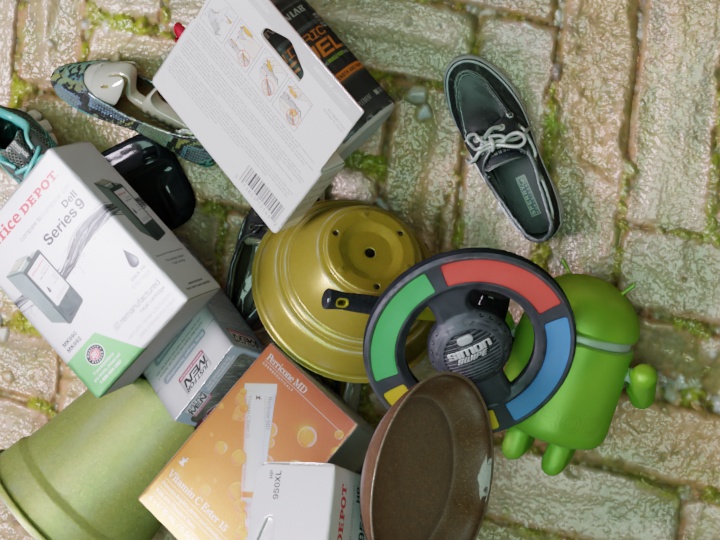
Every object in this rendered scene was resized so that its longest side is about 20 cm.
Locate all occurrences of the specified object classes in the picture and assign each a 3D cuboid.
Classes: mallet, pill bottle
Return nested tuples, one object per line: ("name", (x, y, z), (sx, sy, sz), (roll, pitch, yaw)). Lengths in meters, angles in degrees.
("mallet", (0.056, 0.029, 1.595), (0.199, 0.041, 0.066), (17, 103, -33))
("pill bottle", (-0.067, -0.201, 1.679), (0.106, 0.106, 0.200), (-42, 88, 14))

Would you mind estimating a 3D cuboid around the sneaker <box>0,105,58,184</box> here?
("sneaker", (-0.325, -0.101, 1.725), (0.200, 0.091, 0.078), (41, 94, 26))

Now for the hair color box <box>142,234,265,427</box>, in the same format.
("hair color box", (-0.181, 0.056, 1.711), (0.099, 0.060, 0.200), (-52, 49, 15))

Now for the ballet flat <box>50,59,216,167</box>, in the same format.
("ballet flat", (-0.220, -0.176, 1.730), (0.198, 0.074, 0.075), (24, 102, 1))

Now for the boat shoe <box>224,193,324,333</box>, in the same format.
("boat shoe", (-0.090, -0.029, 1.729), (0.071, 0.065, 0.202), (22, 101, 11))

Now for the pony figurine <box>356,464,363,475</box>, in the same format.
("pony figurine", (0.007, 0.267, 1.723), (0.198, 0.167, 0.195), (-19, 87, -2))

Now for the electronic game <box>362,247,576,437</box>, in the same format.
("electronic game", (0.101, 0.069, 1.568), (0.198, 0.042, 0.202), (-2, 120, -4))

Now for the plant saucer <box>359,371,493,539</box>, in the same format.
("plant saucer", (0.054, 0.189, 1.535), (0.036, 0.200, 0.203), (6, 100, 36))

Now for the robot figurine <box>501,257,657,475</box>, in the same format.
("robot figurine", (0.201, 0.094, 1.660), (0.174, 0.116, 0.202), (20, 102, 17))

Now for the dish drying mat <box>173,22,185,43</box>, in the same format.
("dish drying mat", (-0.116, -0.161, 1.690), (0.018, 0.077, 0.200), (-41, 74, -7))

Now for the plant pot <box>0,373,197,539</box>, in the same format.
("plant pot", (-0.246, 0.193, 1.745), (0.200, 0.200, 0.184), (45, 93, 3))

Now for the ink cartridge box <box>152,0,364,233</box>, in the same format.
("ink cartridge box", (-0.089, -0.166, 1.601), (0.200, 0.045, 0.176), (50, 129, 12))

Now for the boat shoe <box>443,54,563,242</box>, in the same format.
("boat shoe", (0.136, -0.118, 1.667), (0.073, 0.068, 0.201), (-21, 93, 14))

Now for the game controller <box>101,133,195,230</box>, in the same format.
("game controller", (-0.272, -0.063, 1.783), (0.199, 0.042, 0.105), (-25, 107, 15))

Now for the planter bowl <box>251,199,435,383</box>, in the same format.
("planter bowl", (0.000, 0.000, 1.646), (0.200, 0.201, 0.084), (38, 147, 4))

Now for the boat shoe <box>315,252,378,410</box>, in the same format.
("boat shoe", (-0.027, 0.071, 1.729), (0.070, 0.070, 0.202), (10, 101, 10))

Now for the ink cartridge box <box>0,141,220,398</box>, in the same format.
("ink cartridge box", (-0.258, -0.002, 1.640), (0.200, 0.084, 0.146), (46, 109, 7))

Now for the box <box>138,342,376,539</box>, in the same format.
("box", (-0.095, 0.191, 1.648), (0.124, 0.097, 0.200), (40, 90, 20))

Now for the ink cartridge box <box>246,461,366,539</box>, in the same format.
("ink cartridge box", (-0.019, 0.263, 1.546), (0.083, 0.200, 0.146), (-3, 72, 28))
